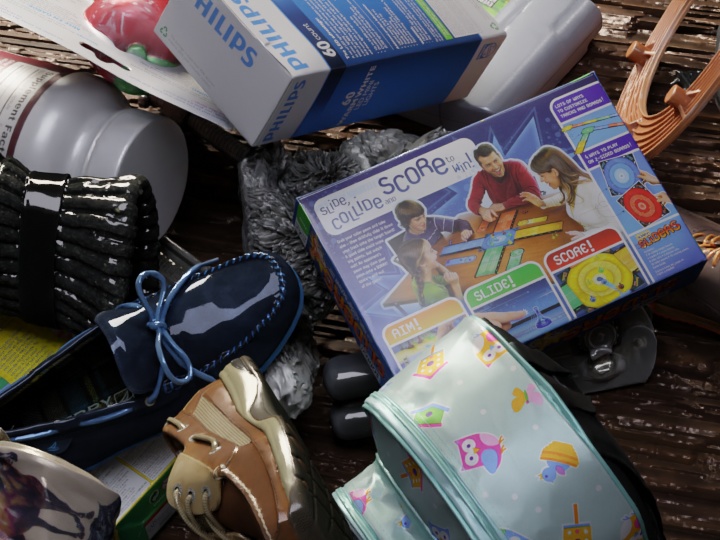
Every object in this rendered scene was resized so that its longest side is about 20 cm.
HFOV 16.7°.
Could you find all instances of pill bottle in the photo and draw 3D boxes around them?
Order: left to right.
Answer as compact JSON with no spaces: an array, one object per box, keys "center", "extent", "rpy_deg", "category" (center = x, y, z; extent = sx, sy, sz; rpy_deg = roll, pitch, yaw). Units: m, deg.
[{"center":[-0.212,-0.075,1.516],"extent":[0.199,0.113,0.113],"rpy_deg":[17,57,25],"category":"pill bottle"}]

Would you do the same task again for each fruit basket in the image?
[{"center":[-0.139,-0.150,1.512],"extent":[0.184,0.094,0.200],"rpy_deg":[26,29,0],"category":"fruit basket"}]

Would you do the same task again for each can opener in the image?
[{"center":[0.077,0.052,1.444],"extent":[0.198,0.054,0.067],"rpy_deg":[-10,24,0],"category":"can opener"}]

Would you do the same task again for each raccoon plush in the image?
[{"center":[0.000,0.000,1.445],"extent":[0.133,0.097,0.201],"rpy_deg":[-5,65,-5],"category":"raccoon plush"}]

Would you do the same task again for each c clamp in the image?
[{"center":[-0.091,-0.059,1.552],"extent":[0.170,0.027,0.200],"rpy_deg":[-36,57,-19],"category":"c clamp"}]

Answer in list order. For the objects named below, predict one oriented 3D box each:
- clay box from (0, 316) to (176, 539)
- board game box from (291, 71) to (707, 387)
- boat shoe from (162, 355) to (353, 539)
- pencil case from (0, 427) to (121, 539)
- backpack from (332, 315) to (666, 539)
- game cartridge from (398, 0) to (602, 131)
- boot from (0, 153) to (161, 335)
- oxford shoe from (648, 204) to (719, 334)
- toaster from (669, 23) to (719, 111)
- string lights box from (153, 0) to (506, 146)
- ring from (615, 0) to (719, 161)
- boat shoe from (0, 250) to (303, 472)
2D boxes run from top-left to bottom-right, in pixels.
[{"center":[-0.179,0.076,1.451],"extent":[0.199,0.048,0.115],"rpy_deg":[30,63,27],"category":"clay box"},{"center":[0.079,-0.017,1.394],"extent":[0.199,0.035,0.136],"rpy_deg":[-23,70,-16],"category":"board game box"},{"center":[-0.058,0.112,1.248],"extent":[0.074,0.076,0.200],"rpy_deg":[-31,20,-2],"category":"boat shoe"},{"center":[-0.195,0.191,1.310],"extent":[0.089,0.078,0.201],"rpy_deg":[18,79,5],"category":"pencil case"},{"center":[0.073,0.130,1.283],"extent":[0.153,0.200,0.176],"rpy_deg":[-31,56,-11],"category":"backpack"},{"center":[0.042,-0.165,1.610],"extent":[0.199,0.041,0.134],"rpy_deg":[29,66,26],"category":"game cartridge"},{"center":[-0.200,-0.053,1.395],"extent":[0.157,0.212,0.080],"rpy_deg":[8,43,21],"category":"boot"},{"center":[0.213,-0.003,1.443],"extent":[0.200,0.073,0.071],"rpy_deg":[34,65,28],"category":"oxford shoe"},{"center":[0.302,-0.105,1.484],"extent":[0.199,0.114,0.130],"rpy_deg":[-16,55,-7],"category":"toaster"},{"center":[-0.015,-0.144,1.473],"extent":[0.199,0.059,0.103],"rpy_deg":[-16,59,-47],"category":"string lights box"},{"center":[0.206,-0.153,1.491],"extent":[0.019,0.200,0.201],"rpy_deg":[30,57,-10],"category":"ring"},{"center":[-0.121,0.056,1.355],"extent":[0.200,0.069,0.084],"rpy_deg":[-38,58,4],"category":"boat shoe"}]
